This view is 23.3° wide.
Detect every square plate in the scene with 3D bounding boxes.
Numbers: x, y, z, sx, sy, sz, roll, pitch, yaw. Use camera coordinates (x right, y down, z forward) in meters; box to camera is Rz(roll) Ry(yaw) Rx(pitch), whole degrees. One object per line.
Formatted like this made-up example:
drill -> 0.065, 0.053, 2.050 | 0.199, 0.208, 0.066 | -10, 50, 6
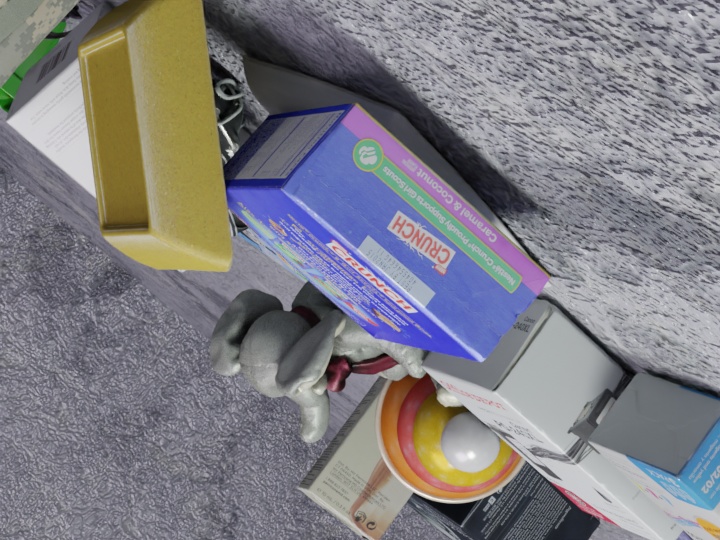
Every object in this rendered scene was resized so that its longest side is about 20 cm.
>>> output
square plate -> 0.018, -0.063, 1.222 | 0.200, 0.028, 0.198 | 45, 169, -37

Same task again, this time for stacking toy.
stacking toy -> 0.089, 0.141, 1.486 | 0.146, 0.146, 0.200 | 38, -179, -4

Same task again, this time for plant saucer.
plant saucer -> -0.151, -0.096, 1.218 | 0.200, 0.048, 0.201 | -179, 81, -68

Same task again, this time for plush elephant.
plush elephant -> -0.028, 0.064, 1.425 | 0.200, 0.155, 0.165 | 56, 165, -26

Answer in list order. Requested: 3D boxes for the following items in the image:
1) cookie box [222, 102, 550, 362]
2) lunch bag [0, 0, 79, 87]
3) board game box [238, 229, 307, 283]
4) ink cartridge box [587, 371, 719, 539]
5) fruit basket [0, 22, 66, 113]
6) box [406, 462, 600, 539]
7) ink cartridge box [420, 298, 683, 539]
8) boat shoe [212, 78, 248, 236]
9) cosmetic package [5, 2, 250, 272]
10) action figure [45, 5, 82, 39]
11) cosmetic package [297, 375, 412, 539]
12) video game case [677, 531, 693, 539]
cookie box -> 0.005, -0.025, 1.133 | 0.171, 0.075, 0.200 | 41, 170, -16
lunch bag -> -0.235, -0.222, 0.991 | 0.117, 0.164, 0.200 | 38, 173, 35
board game box -> -0.093, -0.050, 1.677 | 0.200, 0.037, 0.151 | 34, 169, 19
ink cartridge box -> 0.271, 0.165, 1.243 | 0.200, 0.068, 0.115 | 42, 170, -24
fruit basket -> -0.394, -0.200, 1.592 | 0.215, 0.216, 0.155 | 40, 170, -15
box -> 0.135, 0.249, 2.002 | 0.200, 0.124, 0.197 | 27, 168, 48
ink cartridge box -> 0.160, 0.110, 1.344 | 0.200, 0.084, 0.145 | 41, 170, -19
boat shoe -> -0.119, -0.118, 1.348 | 0.200, 0.068, 0.074 | 69, 170, -22
cosmetic package -> -0.179, -0.107, 1.442 | 0.200, 0.107, 0.085 | 43, -150, -25
action figure -> -0.315, -0.231, 1.453 | 0.118, 0.102, 0.200 | 18, 160, 31
cosmetic package -> 0.035, 0.157, 1.688 | 0.087, 0.200, 0.103 | 37, 172, -2
video game case -> 0.254, 0.214, 1.696 | 0.200, 0.019, 0.143 | 30, 168, 38
